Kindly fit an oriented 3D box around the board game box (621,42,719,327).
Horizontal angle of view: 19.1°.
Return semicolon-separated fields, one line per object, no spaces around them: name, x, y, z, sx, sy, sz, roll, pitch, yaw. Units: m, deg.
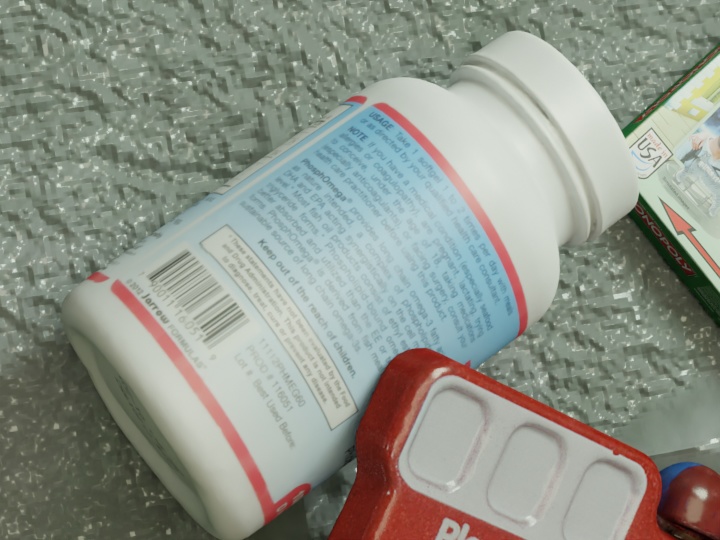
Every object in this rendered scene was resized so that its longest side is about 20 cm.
board game box;0.205;-0.012;0.875;0.135;0.029;0.200;-42;96;-13

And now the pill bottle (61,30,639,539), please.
pill bottle;0.000;0.000;0.780;0.200;0.109;0.109;-35;95;-14

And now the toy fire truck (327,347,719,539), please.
toy fire truck;0.064;0.135;0.762;0.200;0.112;0.168;25;88;-28
